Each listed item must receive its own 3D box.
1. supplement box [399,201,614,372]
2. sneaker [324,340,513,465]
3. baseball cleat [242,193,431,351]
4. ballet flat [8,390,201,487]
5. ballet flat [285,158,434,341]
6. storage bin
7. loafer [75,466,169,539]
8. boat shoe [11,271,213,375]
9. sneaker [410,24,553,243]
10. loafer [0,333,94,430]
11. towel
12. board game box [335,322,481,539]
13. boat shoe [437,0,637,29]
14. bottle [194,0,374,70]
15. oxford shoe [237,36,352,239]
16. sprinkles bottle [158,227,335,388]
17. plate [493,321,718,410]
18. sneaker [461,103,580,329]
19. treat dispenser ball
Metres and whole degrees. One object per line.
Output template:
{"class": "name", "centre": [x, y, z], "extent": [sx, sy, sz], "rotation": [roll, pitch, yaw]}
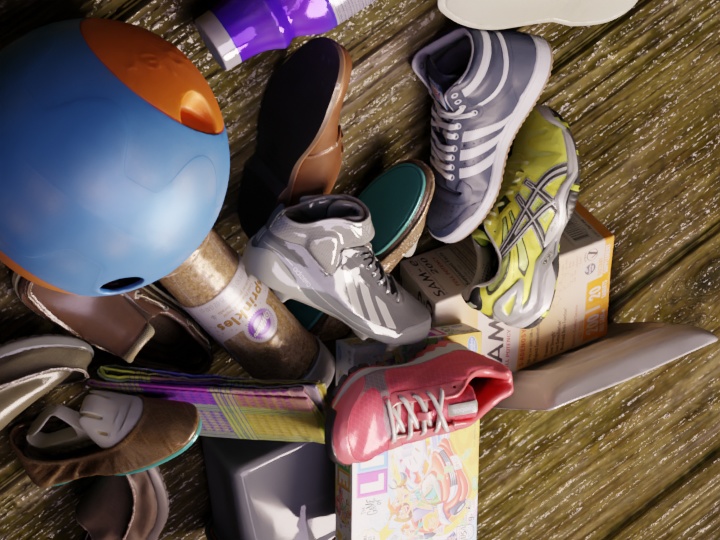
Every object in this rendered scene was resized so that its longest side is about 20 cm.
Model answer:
{"class": "supplement box", "centre": [0.138, 0.028, 1.805], "extent": [0.199, 0.074, 0.127], "rotation": [-20, 133, -21]}
{"class": "sneaker", "centre": [0.052, 0.109, 1.611], "extent": [0.199, 0.086, 0.074], "rotation": [-24, 113, -42]}
{"class": "baseball cleat", "centre": [0.000, 0.000, 1.598], "extent": [0.199, 0.070, 0.107], "rotation": [20, 120, -37]}
{"class": "ballet flat", "centre": [-0.222, 0.133, 1.587], "extent": [0.072, 0.199, 0.068], "rotation": [45, 49, -31]}
{"class": "ballet flat", "centre": [0.008, -0.016, 1.690], "extent": [0.200, 0.071, 0.065], "rotation": [-48, 146, 20]}
{"class": "storage bin", "centre": [-0.050, 0.193, 1.769], "extent": [0.199, 0.146, 0.135], "rotation": [-24, 124, -18]}
{"class": "loafer", "centre": [-0.215, 0.216, 1.694], "extent": [0.070, 0.073, 0.201], "rotation": [-12, 139, -21]}
{"class": "boat shoe", "centre": [-0.195, 0.037, 1.575], "extent": [0.202, 0.075, 0.075], "rotation": [23, 109, -44]}
{"class": "sneaker", "centre": [0.080, -0.121, 1.647], "extent": [0.108, 0.070, 0.201], "rotation": [9, 114, -42]}
{"class": "loafer", "centre": [-0.307, 0.109, 1.543], "extent": [0.199, 0.070, 0.075], "rotation": [-18, 164, -15]}
{"class": "towel", "centre": [-0.119, 0.114, 1.617], "extent": [0.198, 0.023, 0.144], "rotation": [3, 160, 9]}
{"class": "board game box", "centre": [0.043, 0.155, 1.713], "extent": [0.133, 0.034, 0.202], "rotation": [-7, 105, -28]}
{"class": "boat shoe", "centre": [0.142, -0.245, 1.599], "extent": [0.200, 0.061, 0.072], "rotation": [-4, 155, -32]}
{"class": "bottle", "centre": [-0.035, -0.228, 1.482], "extent": [0.199, 0.065, 0.084], "rotation": [-35, 136, -7]}
{"class": "oxford shoe", "centre": [-0.042, -0.111, 1.575], "extent": [0.071, 0.072, 0.201], "rotation": [-10, 140, -35]}
{"class": "sprinkles bottle", "centre": [-0.101, 0.036, 1.618], "extent": [0.068, 0.068, 0.200], "rotation": [-41, 124, 0]}
{"class": "plate", "centre": [0.216, 0.088, 1.857], "extent": [0.199, 0.199, 0.033], "rotation": [-20, 94, -21]}
{"class": "sneaker", "centre": [0.142, -0.052, 1.699], "extent": [0.076, 0.075, 0.202], "rotation": [11, 83, -26]}
{"class": "treat dispenser ball", "centre": [-0.195, -0.082, 1.387], "extent": [0.200, 0.201, 0.202], "rotation": [-19, 133, -22]}
